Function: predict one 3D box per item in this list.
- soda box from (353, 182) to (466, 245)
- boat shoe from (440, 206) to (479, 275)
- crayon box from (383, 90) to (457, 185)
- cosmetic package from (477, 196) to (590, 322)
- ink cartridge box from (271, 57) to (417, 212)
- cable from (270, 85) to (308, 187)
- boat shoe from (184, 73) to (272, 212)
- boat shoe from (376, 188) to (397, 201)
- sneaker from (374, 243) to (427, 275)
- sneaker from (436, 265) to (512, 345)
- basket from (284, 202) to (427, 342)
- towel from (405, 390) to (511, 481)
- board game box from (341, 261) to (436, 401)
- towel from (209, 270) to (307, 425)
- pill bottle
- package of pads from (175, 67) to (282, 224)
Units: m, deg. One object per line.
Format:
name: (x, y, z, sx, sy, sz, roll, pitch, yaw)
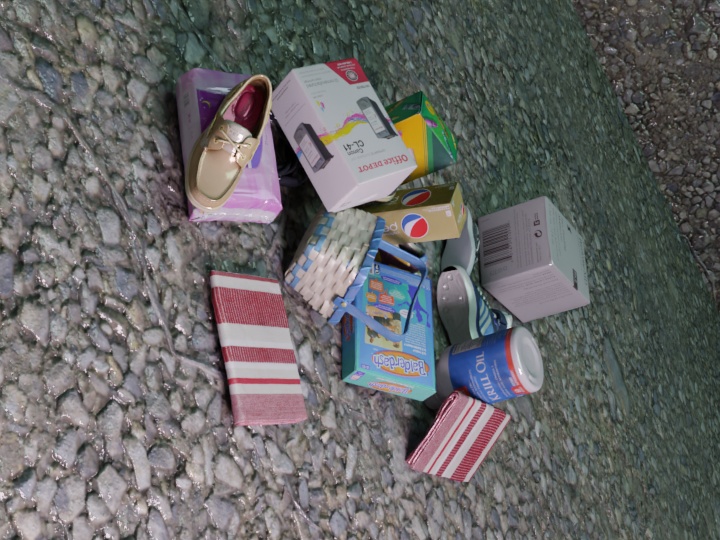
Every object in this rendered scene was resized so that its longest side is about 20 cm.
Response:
soda box: (0.066, -0.086, 1.738, 0.068, 0.196, 0.065, -65, 142, -52)
boat shoe: (0.200, -0.037, 2.095, 0.068, 0.071, 0.202, 48, 29, -34)
crayon box: (0.046, -0.200, 1.774, 0.119, 0.197, 0.059, 48, 35, -35)
cosmetic package: (0.362, -0.020, 2.264, 0.199, 0.163, 0.168, 36, 45, -47)
ink cartridge box: (-0.027, -0.204, 1.608, 0.146, 0.085, 0.202, -21, 76, -45)
cable: (-0.144, -0.208, 1.600, 0.199, 0.050, 0.166, 8, 67, -58)
boat shoe: (-0.165, -0.169, 1.376, 0.073, 0.069, 0.203, 26, 61, -17)
boat shoe: (-0.021, -0.184, 1.706, 0.199, 0.066, 0.072, 34, 41, -4)
sneaker: (0.080, 0.016, 1.823, 0.202, 0.089, 0.075, 63, 30, -14)
sneaker: (0.220, 0.076, 2.025, 0.145, 0.080, 0.204, -20, 98, -49)
basket: (0.000, 0.000, 1.610, 0.198, 0.140, 0.177, 28, 39, -3)
towel: (0.166, 0.278, 1.795, 0.023, 0.145, 0.199, 38, 6, 37)
board game box: (0.044, 0.091, 1.705, 0.150, 0.045, 0.203, 18, 55, -27)
towel: (-0.139, 0.105, 1.443, 0.143, 0.022, 0.204, 11, 63, -57)
pill bottle: (0.199, 0.172, 1.828, 0.112, 0.197, 0.114, 37, 42, -44)
package of pads: (-0.179, -0.164, 1.453, 0.119, 0.075, 0.204, 2, 71, -33)
